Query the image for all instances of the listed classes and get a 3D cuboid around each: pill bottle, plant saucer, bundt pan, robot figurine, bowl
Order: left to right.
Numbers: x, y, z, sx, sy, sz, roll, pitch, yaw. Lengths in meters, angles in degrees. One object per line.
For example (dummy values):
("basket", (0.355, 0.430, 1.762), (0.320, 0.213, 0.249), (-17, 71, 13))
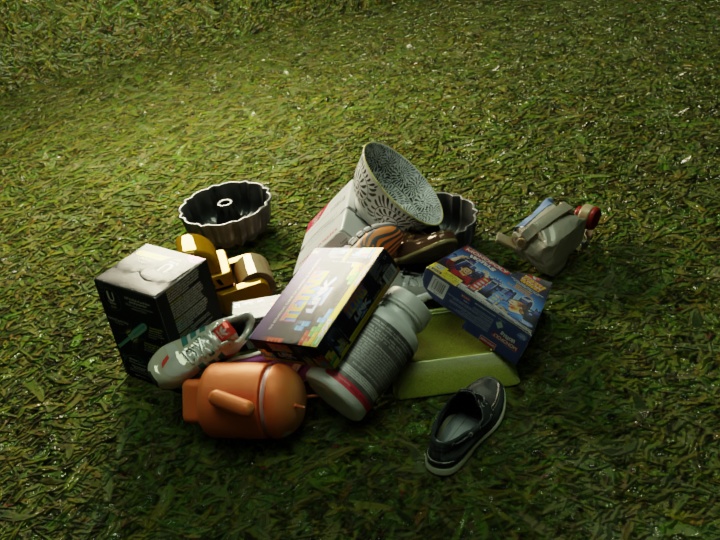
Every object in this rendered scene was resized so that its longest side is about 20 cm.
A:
("bundt pan", (-0.281, -0.113, 1.872), (0.201, 0.076, 0.202), (-7, 32, 5))
("robot figurine", (-0.168, 0.197, 1.323), (0.200, 0.144, 0.117), (-1, 51, 13))
("pill bottle", (0.018, 0.122, 1.344), (0.111, 0.111, 0.200), (24, 65, 42))
("bowl", (0.051, -0.136, 1.635), (0.094, 0.201, 0.201), (-42, 20, 27))
("bundt pan", (0.133, -0.075, 1.712), (0.201, 0.076, 0.202), (-7, 32, 5))
("plant saucer", (0.145, 0.118, 1.429), (0.200, 0.048, 0.200), (-8, 32, 4))

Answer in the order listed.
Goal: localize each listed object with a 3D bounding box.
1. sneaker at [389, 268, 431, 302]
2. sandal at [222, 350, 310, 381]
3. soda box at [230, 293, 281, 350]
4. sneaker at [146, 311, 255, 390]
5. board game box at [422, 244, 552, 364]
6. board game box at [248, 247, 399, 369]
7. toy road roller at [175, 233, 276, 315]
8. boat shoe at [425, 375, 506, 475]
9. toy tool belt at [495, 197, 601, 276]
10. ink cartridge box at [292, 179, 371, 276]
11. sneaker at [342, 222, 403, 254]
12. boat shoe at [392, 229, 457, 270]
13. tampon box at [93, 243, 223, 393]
("sneaker", (0.083, 0.025, 1.540), (0.200, 0.082, 0.075), (-26, 0, -24))
("sandal", (-0.135, 0.157, 1.409), (0.202, 0.083, 0.050), (-22, 7, 5))
("soda box", (-0.127, 0.083, 1.544), (0.200, 0.063, 0.071), (-10, 32, 0))
("sneaker", (-0.245, 0.115, 1.373), (0.070, 0.093, 0.200), (53, 40, 10))
("board game box", (0.224, 0.044, 1.435), (0.200, 0.062, 0.200), (35, 31, 21))
("board game box", (-0.056, 0.052, 1.350), (0.165, 0.057, 0.200), (2, 48, 45))
("toy road roller", (-0.269, 0.000, 1.635), (0.200, 0.146, 0.123), (-16, 32, -9))
("boat shoe", (0.153, 0.206, 1.266), (0.074, 0.066, 0.199), (18, 42, 34))
("toy tool belt", (0.348, -0.083, 1.626), (0.123, 0.125, 0.200), (25, 45, 31))
("ink cartridge box", (-0.041, -0.061, 1.669), (0.145, 0.083, 0.200), (-42, 20, 28))
("sneaker", (0.000, 0.000, 1.498), (0.200, 0.078, 0.112), (-33, 33, -2))
("boat shoe", (0.089, -0.042, 1.569), (0.072, 0.068, 0.200), (2, -16, -40))
("tampon box", (-0.328, 0.079, 1.475), (0.150, 0.200, 0.126), (13, 38, 32))
